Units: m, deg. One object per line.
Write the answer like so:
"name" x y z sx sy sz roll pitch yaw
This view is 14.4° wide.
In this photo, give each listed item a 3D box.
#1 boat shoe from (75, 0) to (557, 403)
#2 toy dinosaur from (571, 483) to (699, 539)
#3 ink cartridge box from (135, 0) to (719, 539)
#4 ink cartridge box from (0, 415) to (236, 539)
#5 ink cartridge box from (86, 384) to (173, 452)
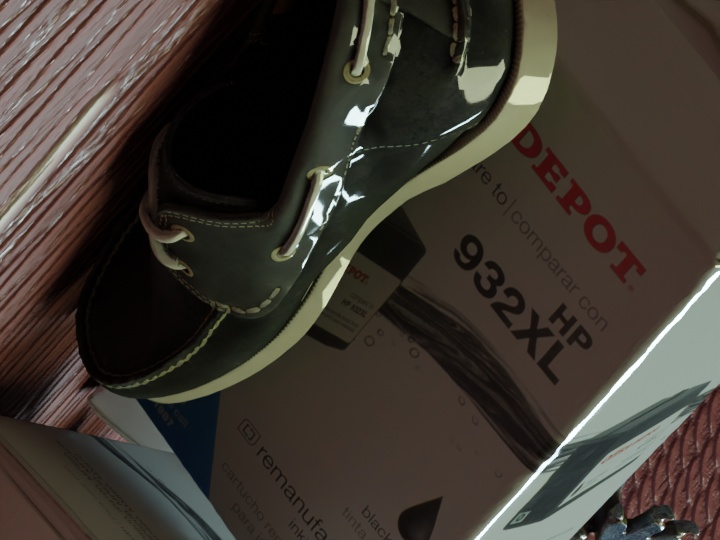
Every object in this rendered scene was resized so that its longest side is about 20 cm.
"boat shoe" -0.031 -0.028 0.754 0.067 0.072 0.200 2 150 -35
"toy dinosaur" 0.056 0.000 0.949 0.105 0.182 0.200 8 152 -29
"ink cartridge box" 0.027 -0.002 0.822 0.084 0.145 0.200 -16 153 -47
"ink cartridge box" -0.096 0.130 0.892 0.146 0.085 0.200 -49 159 8
"ink cartridge box" 0.000 0.000 1.110 0.200 0.084 0.176 -49 177 2
